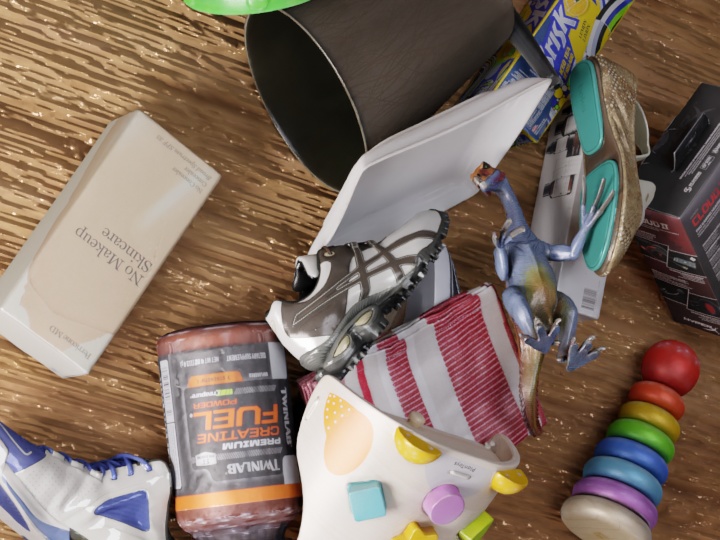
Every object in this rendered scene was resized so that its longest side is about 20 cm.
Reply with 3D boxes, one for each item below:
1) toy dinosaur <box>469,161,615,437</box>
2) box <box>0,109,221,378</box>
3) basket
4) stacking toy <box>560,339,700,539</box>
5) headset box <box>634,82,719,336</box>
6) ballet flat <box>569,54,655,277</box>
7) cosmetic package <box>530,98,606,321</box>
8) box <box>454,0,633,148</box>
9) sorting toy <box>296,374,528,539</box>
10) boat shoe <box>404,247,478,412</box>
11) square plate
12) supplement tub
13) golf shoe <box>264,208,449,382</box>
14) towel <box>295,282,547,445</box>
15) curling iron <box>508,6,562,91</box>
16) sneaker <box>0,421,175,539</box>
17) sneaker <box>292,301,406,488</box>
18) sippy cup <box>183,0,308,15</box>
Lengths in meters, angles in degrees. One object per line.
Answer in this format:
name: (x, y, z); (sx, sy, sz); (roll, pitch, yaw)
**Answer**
toy dinosaur: (0.128, 0.003, 1.682); (0.105, 0.182, 0.200); (11, 123, -32)
box: (-0.210, -0.020, 1.610); (0.095, 0.078, 0.200); (37, 71, -18)
basket: (0.024, -0.194, 1.707); (0.200, 0.136, 0.181); (-37, 117, -27)
stacking toy: (0.253, 0.152, 1.814); (0.085, 0.085, 0.201); (34, 65, -18)
headset box: (0.321, -0.059, 1.813); (0.149, 0.075, 0.200); (-51, 136, -20)
ballet flat: (0.223, -0.090, 1.721); (0.065, 0.070, 0.201); (7, 72, -26)
cosmetic package: (0.192, -0.055, 1.796); (0.050, 0.083, 0.201); (15, 78, -17)
box: (0.173, -0.205, 1.808); (0.064, 0.070, 0.200); (42, 70, -17)
sorting toy: (0.027, 0.205, 1.611); (0.199, 0.107, 0.181); (21, 103, -36)
boat shoe: (0.078, 0.074, 1.737); (0.067, 0.072, 0.201); (-2, 88, -23)
square plate: (0.048, -0.082, 1.674); (0.198, 0.200, 0.028); (-26, 73, -27)
supplement tub: (-0.103, 0.145, 1.622); (0.107, 0.107, 0.201); (-5, 83, -25)
golf shoe: (0.000, 0.000, 1.639); (0.094, 0.078, 0.200); (37, 51, 3)
towel: (0.055, 0.114, 1.682); (0.199, 0.023, 0.145); (-27, 105, -22)
curling iron: (0.128, -0.239, 1.763); (0.026, 0.050, 0.201); (10, 49, -48)
sneaker: (-0.218, 0.175, 1.594); (0.200, 0.080, 0.115); (49, 64, -20)
sneaker: (-0.006, 0.106, 1.709); (0.075, 0.070, 0.201); (37, 76, -35)
sippy cup: (-0.090, -0.292, 1.631); (0.177, 0.140, 0.131); (-10, 116, -2)
